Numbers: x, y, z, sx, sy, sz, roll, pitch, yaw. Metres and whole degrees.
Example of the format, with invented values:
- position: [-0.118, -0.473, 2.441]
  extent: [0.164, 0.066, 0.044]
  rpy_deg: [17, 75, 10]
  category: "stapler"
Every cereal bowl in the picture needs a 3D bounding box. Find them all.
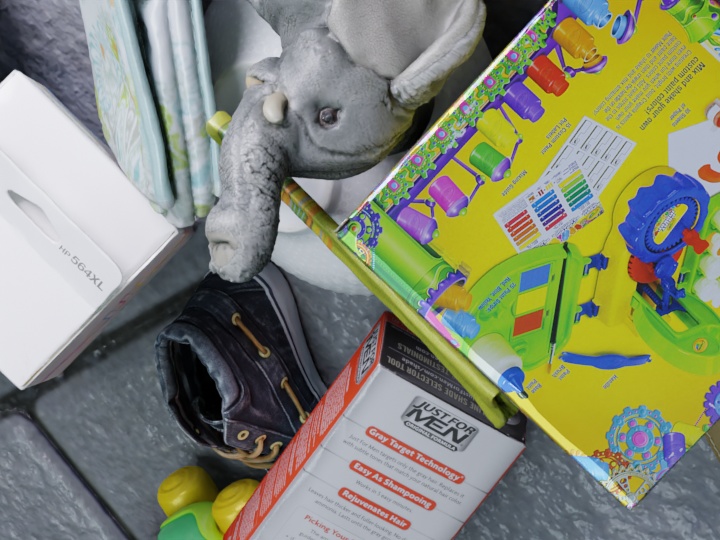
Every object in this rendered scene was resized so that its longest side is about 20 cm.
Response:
- position: [-0.021, -0.077, 1.399]
  extent: [0.200, 0.083, 0.200]
  rpy_deg: [22, 123, 39]
  category: "cereal bowl"

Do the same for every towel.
- position: [0.000, 0.000, 1.303]
  extent: [0.200, 0.018, 0.086]
  rpy_deg: [45, -179, 14]
  category: "towel"
- position: [-0.121, -0.141, 1.397]
  extent: [0.171, 0.048, 0.200]
  rpy_deg: [-127, 27, -61]
  category: "towel"

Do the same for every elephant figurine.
- position: [-0.008, -0.106, 1.266]
  extent: [0.155, 0.141, 0.200]
  rpy_deg: [-23, 77, 19]
  category: "elephant figurine"

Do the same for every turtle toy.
- position: [-0.097, 0.208, 1.692]
  extent: [0.200, 0.101, 0.146]
  rpy_deg: [5, 132, 58]
  category: "turtle toy"

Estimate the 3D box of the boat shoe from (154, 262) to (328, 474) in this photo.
- position: [-0.063, 0.094, 1.595]
  extent: [0.071, 0.091, 0.200]
  rpy_deg: [-4, 121, 38]
  category: "boat shoe"

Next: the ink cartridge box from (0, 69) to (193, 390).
- position: [-0.185, -0.022, 1.495]
  extent: [0.129, 0.125, 0.200]
  rpy_deg: [44, 180, 0]
  category: "ink cartridge box"

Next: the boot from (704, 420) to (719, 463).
- position: [0.142, 0.036, 1.409]
  extent: [0.155, 0.073, 0.200]
  rpy_deg: [-11, 112, 40]
  category: "boot"

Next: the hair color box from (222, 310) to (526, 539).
- position: [0.004, 0.130, 1.540]
  extent: [0.101, 0.061, 0.200]
  rpy_deg: [30, 121, -12]
  category: "hair color box"

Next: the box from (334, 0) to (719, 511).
- position: [0.128, -0.030, 1.264]
  extent: [0.193, 0.122, 0.200]
  rpy_deg: [44, 98, 0]
  category: "box"
